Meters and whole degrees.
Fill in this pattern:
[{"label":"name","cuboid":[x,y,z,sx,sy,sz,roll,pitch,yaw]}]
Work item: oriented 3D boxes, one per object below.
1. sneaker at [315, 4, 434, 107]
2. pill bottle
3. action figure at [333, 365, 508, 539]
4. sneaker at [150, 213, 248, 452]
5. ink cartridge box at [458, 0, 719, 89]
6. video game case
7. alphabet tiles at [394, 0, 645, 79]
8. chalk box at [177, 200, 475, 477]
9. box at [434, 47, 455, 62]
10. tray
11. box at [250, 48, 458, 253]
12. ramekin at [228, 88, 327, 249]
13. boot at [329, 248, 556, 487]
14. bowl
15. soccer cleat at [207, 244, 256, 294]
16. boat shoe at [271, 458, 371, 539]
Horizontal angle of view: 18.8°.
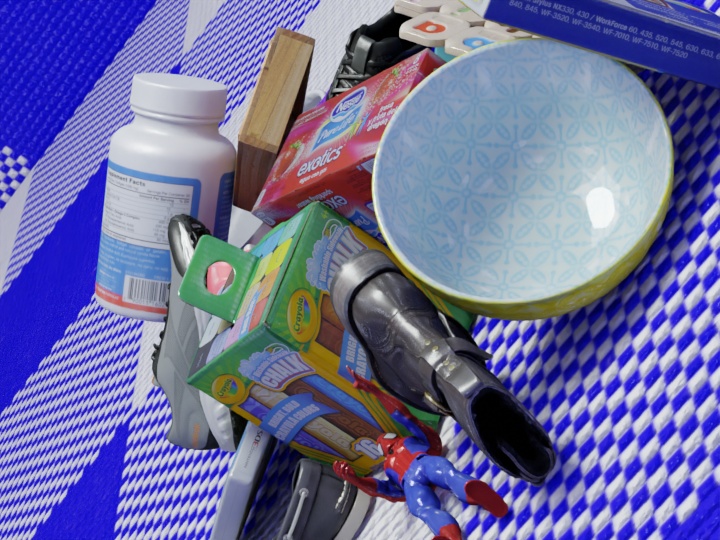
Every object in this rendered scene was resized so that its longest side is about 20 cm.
[{"label":"sneaker","cuboid":[-0.001,-0.156,1.837,0.200,0.069,0.100,-53,-20,-24]},{"label":"pill bottle","cuboid":[-0.164,-0.064,1.864,0.112,0.111,0.201,-132,49,-73]},{"label":"action figure","cuboid":[0.025,0.128,1.460,0.065,0.099,0.200,-56,14,0]},{"label":"sneaker","cuboid":[-0.142,0.054,1.798,0.079,0.202,0.074,-7,3,16]},{"label":"ink cartridge box","cuboid":[0.165,-0.161,1.416,0.200,0.196,0.047,-113,40,-71]},{"label":"video game case","cuboid":[-0.081,0.138,1.730,0.200,0.022,0.183,109,-179,-56]},{"label":"alphabet tiles","cuboid":[0.129,-0.181,1.580,0.195,0.199,0.015,-31,-46,-47]},{"label":"chalk box","cuboid":[-0.038,0.043,1.599,0.124,0.199,0.125,-35,28,49]},{"label":"box","cuboid":[0.126,-0.203,1.686,0.200,0.082,0.049,-54,-25,-55]},{"label":"tray","cuboid":[-0.073,-0.118,1.773,0.200,0.037,0.099,106,-178,-76]},{"label":"box","cuboid":[0.018,-0.075,1.601,0.200,0.099,0.096,-22,38,57]},{"label":"ramekin","cuboid":[-0.049,-0.053,1.965,0.200,0.105,0.200,-50,18,22]},{"label":"boot","cuboid":[0.067,0.083,1.403,0.069,0.200,0.174,-45,49,0]},{"label":"bowl","cuboid":[0.116,-0.043,1.452,0.201,0.199,0.108,-63,-25,-19]},{"label":"soccer cleat","cuboid":[-0.072,0.040,1.796,0.066,0.200,0.077,-7,71,19]},{"label":"boat shoe","cuboid":[-0.073,0.223,1.606,0.200,0.063,0.073,-53,18,12]}]
